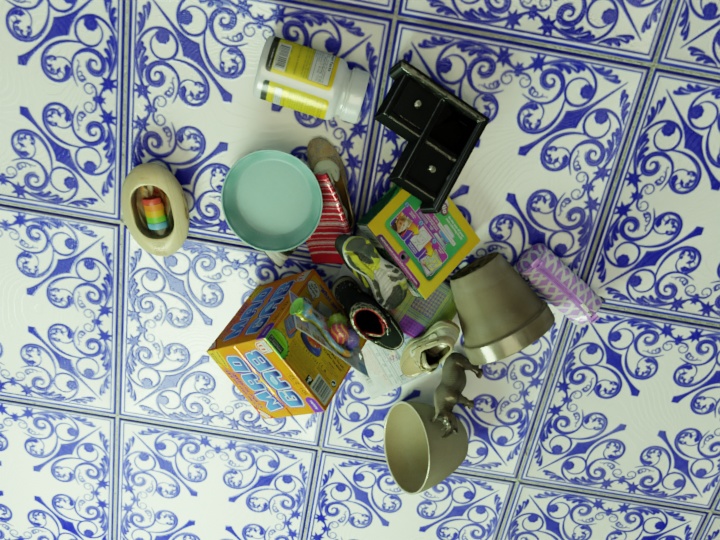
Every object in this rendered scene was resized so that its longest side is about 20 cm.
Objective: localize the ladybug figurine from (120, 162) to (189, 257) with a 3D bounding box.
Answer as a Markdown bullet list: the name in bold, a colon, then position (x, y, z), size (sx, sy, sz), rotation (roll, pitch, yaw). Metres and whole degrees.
- **ladybug figurine**: position (-0.409, -0.125, 1.569), size (0.133, 0.072, 0.203), rotation (-1, 116, 2)

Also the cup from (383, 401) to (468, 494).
- **cup**: position (0.160, 0.393, 1.755), size (0.141, 0.201, 0.203), rotation (-1, 120, -27)

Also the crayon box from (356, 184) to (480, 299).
- **crayon box**: position (0.117, -0.077, 1.537), size (0.173, 0.058, 0.201), rotation (-45, 111, -14)

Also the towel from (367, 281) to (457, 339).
- **towel**: position (0.113, 0.062, 1.629), size (0.198, 0.023, 0.145), rotation (30, 96, -23)

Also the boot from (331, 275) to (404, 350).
- **boot**: position (0.029, 0.111, 1.525), size (0.073, 0.154, 0.204), rotation (-42, 115, 2)

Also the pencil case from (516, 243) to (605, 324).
- **pencil case**: position (0.413, 0.032, 1.608), size (0.199, 0.086, 0.084), rotation (39, 110, -15)

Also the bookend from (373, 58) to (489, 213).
- **bookend**: position (0.100, -0.243, 1.435), size (0.198, 0.092, 0.201), rotation (31, 86, -13)

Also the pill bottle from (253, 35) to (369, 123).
- **pill bottle**: position (-0.089, -0.345, 1.424), size (0.197, 0.115, 0.116), rotation (17, 116, -6)

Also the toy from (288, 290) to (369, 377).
- **toy**: position (-0.050, 0.111, 1.484), size (0.199, 0.116, 0.047), rotation (35, 111, -31)

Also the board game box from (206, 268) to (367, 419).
- **board game box**: position (-0.147, 0.154, 1.588), size (0.198, 0.201, 0.201), rotation (-16, 119, 44)

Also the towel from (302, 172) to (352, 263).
- **towel**: position (-0.081, -0.100, 1.550), size (0.143, 0.022, 0.202), rotation (4, 126, 43)

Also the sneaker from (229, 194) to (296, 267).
- **sneaker**: position (-0.196, -0.109, 1.578), size (0.086, 0.081, 0.200), rotation (-38, 118, 7)

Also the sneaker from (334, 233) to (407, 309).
- **sneaker**: position (0.022, -0.006, 1.510), size (0.074, 0.085, 0.201), rotation (-42, 125, -6)

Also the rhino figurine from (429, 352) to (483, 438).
- **rhino figurine**: position (0.202, 0.271, 1.685), size (0.086, 0.203, 0.060), rotation (27, 154, -12)

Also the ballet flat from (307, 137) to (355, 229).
- **ballet flat**: position (-0.053, -0.164, 1.538), size (0.067, 0.068, 0.202), rotation (-20, 114, 8)

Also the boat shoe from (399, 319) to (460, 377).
- **boat shoe**: position (0.138, 0.178, 1.623), size (0.071, 0.066, 0.200), rotation (30, 137, -12)

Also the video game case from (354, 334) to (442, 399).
- **video game case**: position (0.058, 0.163, 1.708), size (0.179, 0.046, 0.202), rotation (-25, 113, 12)

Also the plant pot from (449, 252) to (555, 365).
- **plant pot**: position (0.271, 0.068, 1.588), size (0.198, 0.200, 0.175), rotation (-28, 97, 15)

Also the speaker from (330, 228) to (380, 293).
- **speaker**: position (0.000, 0.000, 1.611), size (0.080, 0.082, 0.202), rotation (22, 116, -9)

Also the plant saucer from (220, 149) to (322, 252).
- **plant saucer**: position (-0.169, -0.137, 1.497), size (0.196, 0.036, 0.204), rotation (1, 111, 3)
